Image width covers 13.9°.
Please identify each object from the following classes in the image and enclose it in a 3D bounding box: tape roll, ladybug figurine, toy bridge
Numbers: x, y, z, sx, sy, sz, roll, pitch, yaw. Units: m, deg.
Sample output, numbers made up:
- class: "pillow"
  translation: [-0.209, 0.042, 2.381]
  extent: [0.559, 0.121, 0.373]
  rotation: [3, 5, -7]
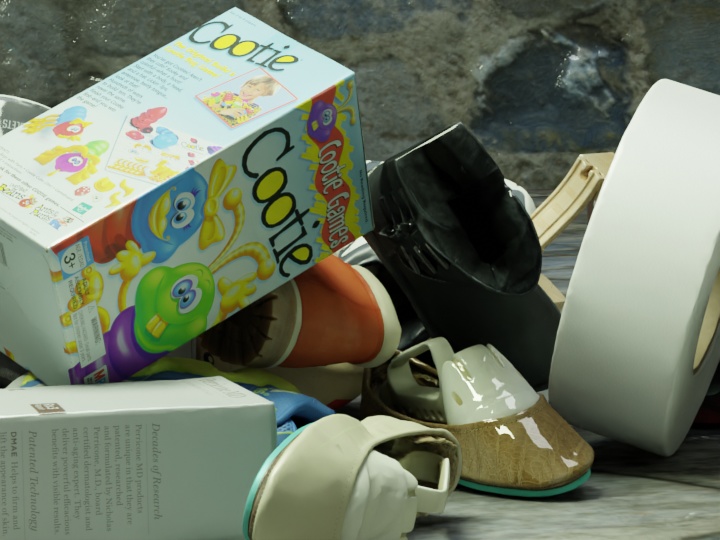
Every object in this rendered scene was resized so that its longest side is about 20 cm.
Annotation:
- class: "tape roll"
  translation: [0.170, -0.001, 1.637]
  extent: [0.071, 0.203, 0.202]
  rotation: [17, 10, 13]
- class: "ladybug figurine"
  translation: [-0.055, 0.043, 1.815]
  extent: [0.136, 0.072, 0.200]
  rotation: [35, 11, 4]
- class: "toy bridge"
  translation: [0.088, 0.017, 1.713]
  extent: [0.067, 0.200, 0.027]
  rotation: [-6, 45, -47]

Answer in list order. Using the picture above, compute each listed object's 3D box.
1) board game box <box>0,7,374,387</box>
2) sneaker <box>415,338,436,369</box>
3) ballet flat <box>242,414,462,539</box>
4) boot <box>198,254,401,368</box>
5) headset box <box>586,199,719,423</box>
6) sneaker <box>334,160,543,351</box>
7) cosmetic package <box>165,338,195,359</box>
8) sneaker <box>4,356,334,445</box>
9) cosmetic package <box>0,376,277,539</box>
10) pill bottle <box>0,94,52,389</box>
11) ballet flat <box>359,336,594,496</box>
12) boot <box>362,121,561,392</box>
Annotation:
- class: "board game box"
  translation: [-0.104, -0.035, 1.527]
  extent: [0.200, 0.103, 0.105]
  rotation: [-31, 43, -28]
- class: "sneaker"
  translation: [0.044, 0.041, 1.862]
  extent: [0.079, 0.079, 0.200]
  rotation: [-16, -3, -19]
- class: "ballet flat"
  translation: [0.005, 0.101, 1.381]
  extent: [0.069, 0.070, 0.200]
  rotation: [0, 5, 16]
- class: "boot"
  translation: [-0.060, 0.005, 1.656]
  extent: [0.107, 0.075, 0.200]
  rotation: [5, 20, -35]
- class: "headset box"
  translation: [0.240, 0.016, 1.764]
  extent: [0.199, 0.149, 0.075]
  rotation: [1, 5, 19]
- class: "sneaker"
  translation: [0.000, 0.000, 1.769]
  extent: [0.199, 0.080, 0.130]
  rotation: [8, 35, 39]
- class: "cosmetic package"
  translation: [-0.200, 0.043, 1.734]
  extent: [0.199, 0.113, 0.081]
  rotation: [-2, 13, -20]
- class: "sneaker"
  translation: [-0.091, 0.081, 1.529]
  extent: [0.200, 0.076, 0.105]
  rotation: [-4, 7, -39]
- class: "cosmetic package"
  translation: [-0.147, 0.094, 1.418]
  extent: [0.199, 0.074, 0.102]
  rotation: [-4, 6, -18]
- class: "pill bottle"
  translation: [-0.207, 0.013, 1.613]
  extent: [0.106, 0.201, 0.106]
  rotation: [2, -29, 1]
- class: "ballet flat"
  translation: [0.054, 0.073, 1.586]
  extent: [0.068, 0.073, 0.200]
  rotation: [-18, 13, -23]
- class: "boot"
  translation: [0.069, -0.001, 1.565]
  extent: [0.066, 0.165, 0.200]
  rotation: [-47, 5, -11]
